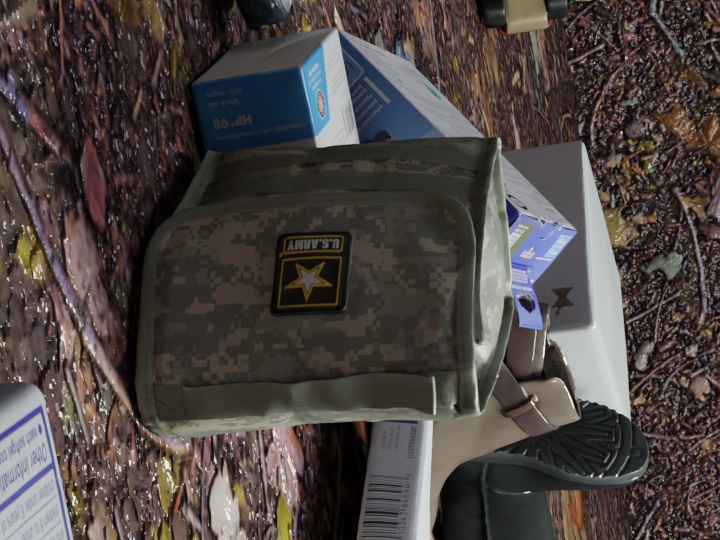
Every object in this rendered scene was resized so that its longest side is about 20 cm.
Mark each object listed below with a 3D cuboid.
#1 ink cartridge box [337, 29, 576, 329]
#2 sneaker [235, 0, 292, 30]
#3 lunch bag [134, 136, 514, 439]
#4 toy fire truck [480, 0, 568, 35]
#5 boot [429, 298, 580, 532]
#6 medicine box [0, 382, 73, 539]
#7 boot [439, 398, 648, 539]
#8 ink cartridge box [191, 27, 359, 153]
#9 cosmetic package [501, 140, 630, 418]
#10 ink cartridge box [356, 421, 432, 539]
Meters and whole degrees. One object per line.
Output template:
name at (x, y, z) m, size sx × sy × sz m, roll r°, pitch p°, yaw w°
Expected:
ink cartridge box at (0.050, -0.049, 1.277) m, size 0.200 × 0.076 × 0.136 m, roll 45°, pitch 12°, yaw 18°
sneaker at (-0.039, -0.224, 1.223) m, size 0.078 × 0.085 × 0.201 m, roll 69°, pitch 17°, yaw -44°
lunch bag at (-0.013, 0.012, 1.006) m, size 0.200 × 0.162 × 0.119 m, roll -71°, pitch 157°, yaw -66°
toy fire truck at (0.190, -0.362, 2.364) m, size 0.200 × 0.127 × 0.178 m, roll -94°, pitch 175°, yaw -87°
boot at (0.081, 0.105, 1.437) m, size 0.071 × 0.145 × 0.201 m, roll -85°, pitch 163°, yaw -52°
medicine box at (-0.133, 0.148, 0.495) m, size 0.182 × 0.102 × 0.202 m, roll -44°, pitch 125°, yaw -76°
boot at (0.137, 0.177, 1.570) m, size 0.201 × 0.163 × 0.066 m, roll 83°, pitch 22°, yaw -50°
ink cartridge box at (-0.034, -0.025, 1.167) m, size 0.116 × 0.066 × 0.202 m, roll -62°, pitch 142°, yaw -71°
cosmetic package at (0.112, 0.033, 1.579) m, size 0.201 × 0.166 × 0.168 m, roll 66°, pitch 21°, yaw -55°
ink cartridge box at (0.023, 0.184, 1.331) m, size 0.197 × 0.043 × 0.201 m, roll -82°, pitch 175°, yaw -52°
